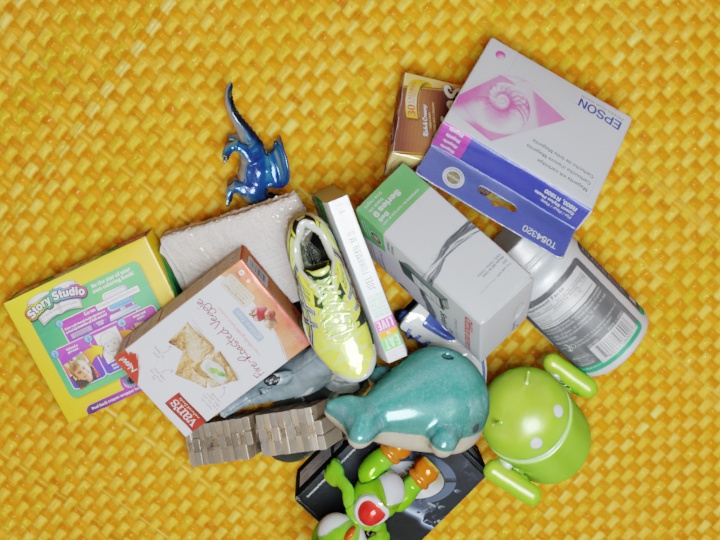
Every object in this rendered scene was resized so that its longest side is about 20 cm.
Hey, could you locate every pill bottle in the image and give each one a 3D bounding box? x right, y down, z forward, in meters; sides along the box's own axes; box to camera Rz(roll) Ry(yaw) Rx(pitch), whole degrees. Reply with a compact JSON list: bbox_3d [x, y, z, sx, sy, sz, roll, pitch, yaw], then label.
[{"bbox_3d":[0.252,0.026,1.115,0.200,0.113,0.113,44,98,-10],"label":"pill bottle"}]

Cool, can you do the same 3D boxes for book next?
[{"bbox_3d":[0.000,0.000,1.087,0.047,0.134,0.203,-22,102,-5],"label":"book"}]

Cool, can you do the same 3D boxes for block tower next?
[{"bbox_3d":[-0.124,0.204,1.131,0.197,0.058,0.055,-12,89,22],"label":"block tower"}]

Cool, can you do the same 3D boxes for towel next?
[{"bbox_3d":[-0.139,-0.011,1.095,0.197,0.035,0.134,-16,115,19],"label":"towel"}]

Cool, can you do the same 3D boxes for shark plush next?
[{"bbox_3d":[-0.092,0.122,1.102,0.197,0.083,0.092,-15,84,19],"label":"shark plush"}]

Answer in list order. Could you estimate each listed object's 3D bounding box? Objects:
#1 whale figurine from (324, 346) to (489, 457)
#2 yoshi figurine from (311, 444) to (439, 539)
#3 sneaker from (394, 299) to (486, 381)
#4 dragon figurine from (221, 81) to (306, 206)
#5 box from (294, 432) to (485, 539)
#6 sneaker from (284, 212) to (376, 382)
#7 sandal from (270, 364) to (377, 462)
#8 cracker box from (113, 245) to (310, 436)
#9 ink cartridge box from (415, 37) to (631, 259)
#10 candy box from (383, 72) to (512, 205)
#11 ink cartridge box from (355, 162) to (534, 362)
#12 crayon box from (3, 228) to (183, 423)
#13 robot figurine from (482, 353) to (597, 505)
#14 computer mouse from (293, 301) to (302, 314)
[{"bbox_3d":[0.059,0.145,1.023,0.198,0.159,0.105,-2,119,-34],"label":"whale figurine"},{"bbox_3d":[0.001,0.292,1.100,0.200,0.112,0.112,-48,141,-6],"label":"yoshi figurine"},{"bbox_3d":[0.101,0.087,1.147,0.113,0.081,0.203,-2,96,2],"label":"sneaker"},{"bbox_3d":[-0.116,-0.130,1.091,0.098,0.059,0.203,-3,107,-4],"label":"dragon figurine"},{"bbox_3d":[0.037,0.265,1.174,0.164,0.086,0.200,44,97,-11],"label":"box"},{"bbox_3d":[-0.041,0.031,1.003,0.075,0.076,0.202,-24,85,0],"label":"sneaker"},{"bbox_3d":[-0.049,0.175,1.160,0.201,0.057,0.080,-42,77,14],"label":"sandal"},{"bbox_3d":[-0.175,0.086,1.075,0.199,0.058,0.134,-37,108,9],"label":"cracker box"},{"bbox_3d":[0.190,-0.144,1.027,0.195,0.043,0.201,30,63,1],"label":"ink cartridge box"},{"bbox_3d":[0.134,-0.153,1.071,0.197,0.057,0.118,12,65,-5],"label":"candy box"},{"bbox_3d":[0.097,-0.006,1.038,0.084,0.146,0.200,-43,69,-10],"label":"ink cartridge box"},{"bbox_3d":[-0.314,0.070,1.129,0.198,0.058,0.174,-24,102,3],"label":"crayon box"},{"bbox_3d":[0.217,0.193,1.114,0.177,0.115,0.200,-56,141,-10],"label":"robot figurine"},{"bbox_3d":[-0.100,0.036,1.149,0.058,0.034,0.202,-25,98,20],"label":"computer mouse"}]
